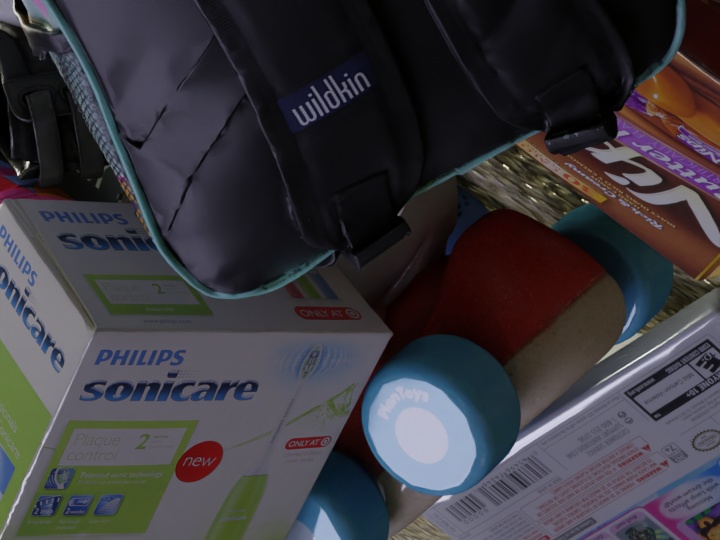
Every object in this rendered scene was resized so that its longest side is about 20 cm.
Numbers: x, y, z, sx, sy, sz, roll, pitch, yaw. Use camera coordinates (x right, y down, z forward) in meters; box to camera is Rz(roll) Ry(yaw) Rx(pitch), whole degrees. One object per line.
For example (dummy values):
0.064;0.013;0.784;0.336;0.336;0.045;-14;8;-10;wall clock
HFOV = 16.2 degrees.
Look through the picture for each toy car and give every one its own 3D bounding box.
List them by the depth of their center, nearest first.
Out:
0.000;0.000;1.103;0.200;0.184;0.177;50;130;3;toy car

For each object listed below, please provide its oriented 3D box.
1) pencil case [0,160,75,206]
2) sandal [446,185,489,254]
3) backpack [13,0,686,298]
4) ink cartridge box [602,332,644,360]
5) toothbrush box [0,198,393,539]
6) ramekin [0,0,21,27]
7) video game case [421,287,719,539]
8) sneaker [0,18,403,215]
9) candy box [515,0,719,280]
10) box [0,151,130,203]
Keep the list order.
-0.187;-0.018;1.075;0.200;0.089;0.088;25;165;49;pencil case
-0.002;-0.037;1.266;0.199;0.080;0.087;32;165;11;sandal
-0.022;-0.122;0.703;0.200;0.175;0.154;60;-174;-40;backpack
0.149;0.101;1.355;0.146;0.085;0.200;40;167;-23;ink cartridge box
-0.100;0.076;1.013;0.145;0.201;0.086;2;-145;-41;toothbrush box
-0.140;-0.185;0.924;0.201;0.095;0.203;25;158;11;ramekin
0.156;0.114;1.223;0.182;0.024;0.200;40;125;-23;video game case
-0.077;-0.054;0.990;0.200;0.099;0.071;33;143;32;sneaker
0.117;-0.058;0.868;0.116;0.057;0.200;36;170;-6;candy box
-0.185;-0.082;1.159;0.200;0.050;0.157;41;168;-29;box
